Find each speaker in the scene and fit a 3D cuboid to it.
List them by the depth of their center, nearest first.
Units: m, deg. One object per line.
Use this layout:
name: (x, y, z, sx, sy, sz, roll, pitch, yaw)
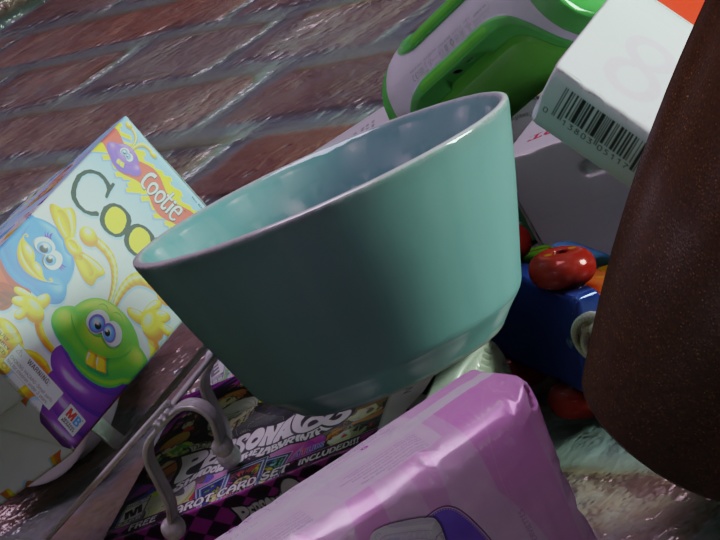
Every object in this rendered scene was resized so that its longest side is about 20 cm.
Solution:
speaker: (0.088, -0.143, 1.585, 0.088, 0.089, 0.200, -40, 0, -35)

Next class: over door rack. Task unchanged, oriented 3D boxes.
over door rack: (-0.105, 0.090, 1.389, 0.200, 0.067, 0.148, -33, 12, 37)

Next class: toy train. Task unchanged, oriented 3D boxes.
toy train: (0.143, 0.021, 1.305, 0.115, 0.085, 0.200, -16, 16, -21)

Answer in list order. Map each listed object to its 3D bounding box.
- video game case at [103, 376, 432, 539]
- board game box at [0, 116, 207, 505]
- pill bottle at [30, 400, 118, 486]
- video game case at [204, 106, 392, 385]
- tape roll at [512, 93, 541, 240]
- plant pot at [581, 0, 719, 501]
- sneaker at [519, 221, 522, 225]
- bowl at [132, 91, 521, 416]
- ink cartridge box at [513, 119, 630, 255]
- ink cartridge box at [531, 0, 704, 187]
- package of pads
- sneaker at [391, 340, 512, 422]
video game case: (-0.031, 0.088, 1.432, 0.199, 0.036, 0.181, -22, 17, 20)
board game box: (-0.168, 0.025, 1.415, 0.105, 0.103, 0.200, -35, 12, 40)
pill bottle: (-0.207, 0.063, 1.659, 0.111, 0.112, 0.200, -26, 17, 7)
video game case: (-0.035, -0.009, 1.626, 0.143, 0.018, 0.201, -32, 29, 26)
tape roll: (0.075, -0.058, 1.676, 0.200, 0.048, 0.201, -26, 16, 8)
plant pot: (0.183, -0.006, 1.101, 0.201, 0.186, 0.187, -58, 5, 23)
sneaker: (0.040, -0.020, 1.462, 0.108, 0.070, 0.200, -19, 21, 0)
bowl: (0.000, 0.000, 1.271, 0.200, 0.106, 0.201, -24, 8, 4)
ink cartridge box: (0.187, -0.093, 1.531, 0.147, 0.086, 0.200, -19, 20, 34)
ink cartridge box: (0.203, -0.102, 1.383, 0.200, 0.162, 0.057, -51, -8, -37)
package of pads: (0.006, 0.140, 1.070, 0.199, 0.121, 0.076, -32, 17, -16)
sneaker: (0.017, 0.100, 1.249, 0.084, 0.075, 0.200, -14, 22, 28)
